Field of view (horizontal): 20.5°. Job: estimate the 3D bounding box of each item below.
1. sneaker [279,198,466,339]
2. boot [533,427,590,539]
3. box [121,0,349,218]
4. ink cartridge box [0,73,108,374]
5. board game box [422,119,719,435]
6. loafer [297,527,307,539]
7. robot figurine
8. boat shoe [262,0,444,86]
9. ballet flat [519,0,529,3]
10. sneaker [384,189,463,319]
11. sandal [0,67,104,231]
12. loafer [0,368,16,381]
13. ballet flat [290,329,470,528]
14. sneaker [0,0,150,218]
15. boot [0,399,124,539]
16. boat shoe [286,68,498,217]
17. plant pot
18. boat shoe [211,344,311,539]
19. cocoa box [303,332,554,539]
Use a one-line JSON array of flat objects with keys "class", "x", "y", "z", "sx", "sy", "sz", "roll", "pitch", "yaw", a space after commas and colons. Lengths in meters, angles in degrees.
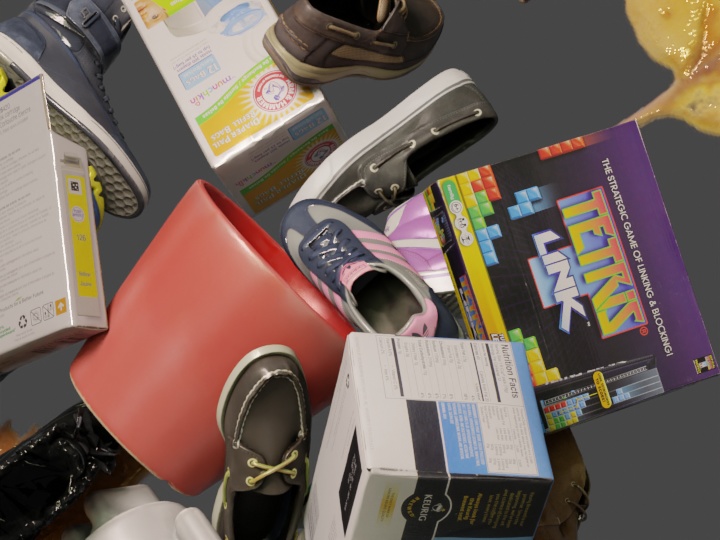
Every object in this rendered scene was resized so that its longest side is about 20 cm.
[{"class": "sneaker", "x": 0.000, "y": 0.000, "z": 1.515, "sx": 0.200, "sy": 0.082, "sz": 0.070, "roll": 40, "pitch": 90, "yaw": 32}, {"class": "boot", "x": 0.143, "y": 0.178, "z": 1.469, "sx": 0.075, "sy": 0.074, "sz": 0.201, "roll": -18, "pitch": 61, "yaw": -4}, {"class": "box", "x": -0.102, "y": -0.164, "z": 1.667, "sx": 0.112, "sy": 0.101, "sz": 0.201, "roll": -30, "pitch": 62, "yaw": 2}, {"class": "ink cartridge box", "x": -0.283, "y": -0.024, "z": 1.559, "sx": 0.197, "sy": 0.047, "sz": 0.202, "roll": -22, "pitch": 68, "yaw": 40}, {"class": "board game box", "x": 0.155, "y": 0.009, "z": 1.470, "sx": 0.164, "sy": 0.057, "sz": 0.202, "roll": -18, "pitch": 86, "yaw": -11}, {"class": "loafer", "x": 0.030, "y": 0.264, "z": 1.472, "sx": 0.199, "sy": 0.063, "sz": 0.072, "roll": 37, "pitch": 47, "yaw": 23}, {"class": "robot figurine", "x": -0.147, "y": 0.254, "z": 1.487, "sx": 0.201, "sy": 0.112, "sz": 0.170, "roll": 54, "pitch": 128, "yaw": 28}, {"class": "boat shoe", "x": 0.009, "y": -0.200, "z": 1.613, "sx": 0.075, "sy": 0.199, "sz": 0.073, "roll": 50, "pitch": 129, "yaw": 15}, {"class": "ballet flat", "x": 0.065, "y": -0.268, "z": 1.688, "sx": 0.198, "sy": 0.068, "sz": 0.068, "roll": 15, "pitch": 78, "yaw": 23}, {"class": "sneaker", "x": 0.110, "y": -0.025, "z": 1.565, "sx": 0.198, "sy": 0.073, "sz": 0.115, "roll": -2, "pitch": 61, "yaw": 13}, {"class": "sandal", "x": -0.297, "y": -0.094, "z": 1.646, "sx": 0.200, "sy": 0.079, "sz": 0.087, "roll": 45, "pitch": 44, "yaw": -4}, {"class": "loafer", "x": -0.302, "y": 0.057, "z": 1.644, "sx": 0.070, "sy": 0.068, "sz": 0.201, "roll": 27, "pitch": 72, "yaw": 34}, {"class": "ballet flat", "x": 0.028, "y": 0.131, "z": 1.527, "sx": 0.069, "sy": 0.070, "sz": 0.200, "roll": 34, "pitch": 78, "yaw": 26}, {"class": "sneaker", "x": -0.222, "y": -0.154, "z": 1.710, "sx": 0.203, "sy": 0.077, "sz": 0.146, "roll": 49, "pitch": 48, "yaw": -4}, {"class": "boot", "x": -0.263, "y": 0.176, "z": 1.513, "sx": 0.198, "sy": 0.162, "sz": 0.073, "roll": -41, "pitch": 94, "yaw": 8}, {"class": "boat shoe", "x": 0.026, "y": -0.084, "z": 1.616, "sx": 0.200, "sy": 0.069, "sz": 0.057, "roll": -41, "pitch": 63, "yaw": -7}, {"class": "plant pot", "x": -0.114, "y": 0.063, "z": 1.531, "sx": 0.177, "sy": 0.200, "sz": 0.201, "roll": -45, "pitch": 63, "yaw": 3}, {"class": "boat shoe", "x": -0.068, "y": 0.146, "z": 1.464, "sx": 0.071, "sy": 0.203, "sz": 0.061, "roll": -6, "pitch": 40, "yaw": -18}, {"class": "cocoa box", "x": 0.043, "y": 0.160, "z": 1.390, "sx": 0.130, "sy": 0.201, "sz": 0.134, "roll": 3, "pitch": 43, "yaw": -11}]
